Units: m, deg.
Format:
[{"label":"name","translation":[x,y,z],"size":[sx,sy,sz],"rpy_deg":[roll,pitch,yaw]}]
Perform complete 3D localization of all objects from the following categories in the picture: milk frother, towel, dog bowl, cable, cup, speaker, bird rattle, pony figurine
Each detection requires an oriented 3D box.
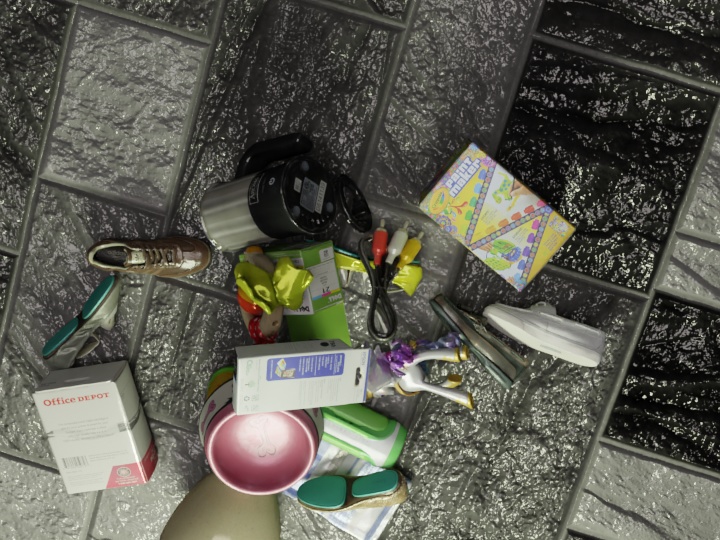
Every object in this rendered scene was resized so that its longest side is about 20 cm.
[{"label":"milk frother","translation":[-0.109,-0.096,1.381],"size":[0.188,0.181,0.200],"rpy_deg":[-10,134,40]},{"label":"towel","translation":[-0.027,0.370,1.504],"size":[0.200,0.024,0.147],"rpy_deg":[32,100,-1]},{"label":"dog bowl","translation":[-0.154,0.262,1.363],"size":[0.200,0.074,0.200],"rpy_deg":[-2,113,-5]},{"label":"cable","translation":[0.032,0.009,1.343],"size":[0.097,0.050,0.200],"rpy_deg":[16,59,-1]},{"label":"cup","translation":[-0.212,0.405,1.440],"size":[0.200,0.200,0.143],"rpy_deg":[20,95,1]},{"label":"speaker","translation":[-0.027,0.254,1.451],"size":[0.200,0.088,0.089],"rpy_deg":[26,101,0]},{"label":"bird rattle","translation":[-0.142,0.054,1.331],"size":[0.112,0.163,0.200],"rpy_deg":[-12,132,-21]},{"label":"pony figurine","translation":[0.069,0.147,1.396],"size":[0.200,0.167,0.193],"rpy_deg":[-5,126,20]}]

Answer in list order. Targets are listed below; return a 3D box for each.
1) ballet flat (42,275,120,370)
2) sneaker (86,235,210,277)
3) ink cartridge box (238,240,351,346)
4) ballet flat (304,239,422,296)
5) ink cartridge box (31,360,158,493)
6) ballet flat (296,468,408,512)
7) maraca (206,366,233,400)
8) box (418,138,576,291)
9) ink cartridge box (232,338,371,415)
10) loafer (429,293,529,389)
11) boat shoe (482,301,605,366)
[{"label":"ballet flat","translation":[-0.454,0.090,1.476],"size":[0.200,0.067,0.064],"rpy_deg":[-45,121,11]},{"label":"sneaker","translation":[-0.349,-0.018,1.434],"size":[0.200,0.076,0.071],"rpy_deg":[-1,100,5]},{"label":"ink cartridge box","translation":[-0.100,0.060,1.394],"size":[0.148,0.076,0.200],"rpy_deg":[-4,101,42]},{"label":"ballet flat","translation":[0.000,0.000,1.414],"size":[0.200,0.067,0.067],"rpy_deg":[11,92,0]},{"label":"ink cartridge box","translation":[-0.440,0.262,1.468],"size":[0.146,0.083,0.200],"rpy_deg":[-9,111,6]},{"label":"ballet flat","translation":[-0.010,0.375,1.453],"size":[0.200,0.071,0.065],"rpy_deg":[-11,136,26]},{"label":"maraca","translation":[-0.193,0.248,1.455],"size":[0.137,0.107,0.200],"rpy_deg":[10,118,26]},{"label":"box","translation":[0.199,-0.092,1.316],"size":[0.193,0.200,0.122],"rpy_deg":[40,101,-2]},{"label":"ink cartridge box","translation":[-0.087,0.154,1.287],"size":[0.200,0.039,0.100],"rpy_deg":[-1,115,-18]},{"label":"loafer","translation":[0.194,0.104,1.423],"size":[0.063,0.072,0.200],"rpy_deg":[-43,102,-2]},{"label":"boat shoe","translation":[0.299,0.088,1.411],"size":[0.200,0.072,0.069],"rpy_deg":[21,73,12]}]
